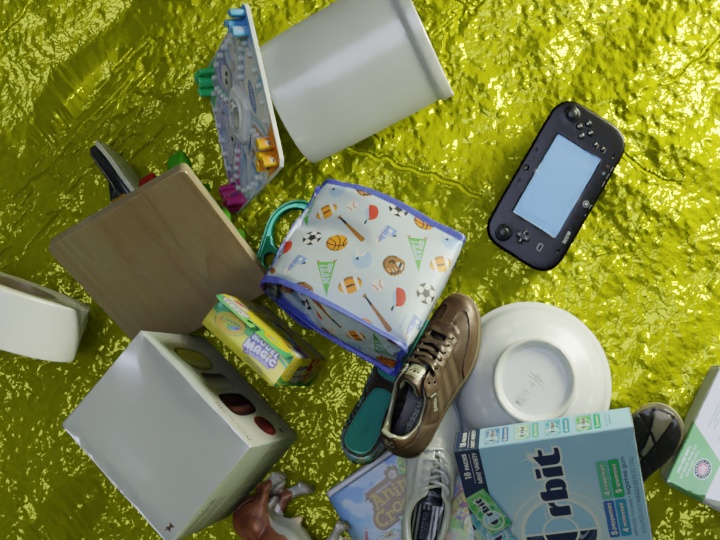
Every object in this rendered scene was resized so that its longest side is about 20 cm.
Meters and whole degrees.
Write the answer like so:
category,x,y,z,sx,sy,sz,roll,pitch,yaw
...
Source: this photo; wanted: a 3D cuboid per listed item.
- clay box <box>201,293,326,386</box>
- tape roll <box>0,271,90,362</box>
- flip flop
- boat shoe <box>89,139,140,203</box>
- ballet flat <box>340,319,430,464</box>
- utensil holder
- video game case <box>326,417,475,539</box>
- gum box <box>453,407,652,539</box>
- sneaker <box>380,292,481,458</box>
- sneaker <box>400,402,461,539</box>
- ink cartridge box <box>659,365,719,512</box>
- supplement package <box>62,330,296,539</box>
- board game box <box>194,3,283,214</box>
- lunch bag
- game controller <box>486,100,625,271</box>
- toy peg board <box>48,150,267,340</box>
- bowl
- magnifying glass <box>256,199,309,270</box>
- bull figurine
category,x,y,z,sx,sy,sz,roll,pitch,yaw
clay box,-0.114,0.086,1.116,0.114,0.200,0.048,39,92,13
tape roll,-0.450,0.050,1.188,0.199,0.202,0.072,20,89,12
flip flop,0.292,0.223,1.086,0.081,0.058,0.201,43,113,4
boat shoe,-0.309,-0.085,1.239,0.067,0.072,0.202,-35,82,5
ballet flat,0.038,0.150,1.143,0.074,0.075,0.201,33,68,12
utensil holder,-0.007,-0.247,1.148,0.197,0.170,0.173,-27,80,9
video game case,0.084,0.298,1.146,0.198,0.022,0.184,-34,79,6
gum box,0.218,0.252,1.049,0.195,0.045,0.173,-11,109,14
sneaker,0.081,0.117,1.063,0.069,0.075,0.204,18,81,26
sneaker,0.087,0.245,1.097,0.071,0.071,0.205,4,89,-7
ink cartridge box,0.460,0.217,1.046,0.197,0.087,0.148,26,90,15
supplement package,-0.209,0.192,1.125,0.191,0.200,0.148,43,93,12
board game box,-0.157,-0.194,1.165,0.025,0.199,0.205,-10,81,-25
lunch bag,0.000,0.000,1.122,0.197,0.124,0.172,27,64,6
game controller,0.240,-0.103,1.146,0.103,0.042,0.203,31,91,13
toy peg board,-0.242,-0.031,1.164,0.196,0.201,0.099,-27,35,12
bowl,0.201,0.131,1.096,0.196,0.090,0.206,-1,80,6
magnifying glass,-0.123,-0.008,1.220,0.080,0.022,0.200,43,94,12
bull figurine,-0.073,0.344,1.147,0.199,0.065,0.122,40,99,14
